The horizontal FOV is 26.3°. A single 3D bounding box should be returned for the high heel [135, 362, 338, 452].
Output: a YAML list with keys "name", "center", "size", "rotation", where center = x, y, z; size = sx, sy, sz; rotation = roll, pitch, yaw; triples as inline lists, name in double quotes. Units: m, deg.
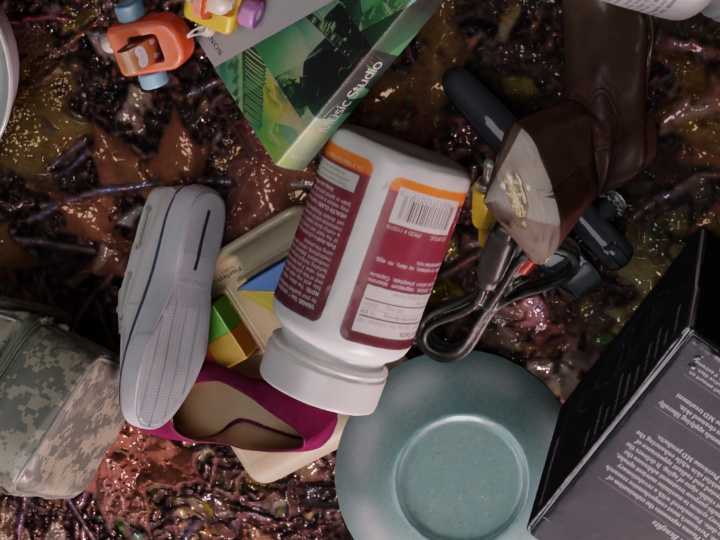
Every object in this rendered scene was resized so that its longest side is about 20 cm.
- name: "high heel"
  center: [-0.112, 0.117, 1.233]
  size: [0.199, 0.096, 0.068]
  rotation: [-9, 104, 21]

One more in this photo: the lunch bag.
- name: "lunch bag"
  center: [-0.290, 0.090, 1.262]
  size: [0.167, 0.200, 0.140]
  rotation: [28, 87, 10]

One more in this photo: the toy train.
- name: "toy train"
  center: [-0.155, -0.222, 1.130]
  size: [0.150, 0.056, 0.201]
  rotation: [1, 121, 25]

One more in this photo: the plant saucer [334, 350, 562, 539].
- name: "plant saucer"
  center: [0.080, 0.165, 1.234]
  size: [0.200, 0.039, 0.202]
  rotation: [0, 94, -4]

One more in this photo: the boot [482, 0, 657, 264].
- name: "boot"
  center: [0.138, -0.120, 1.055]
  size: [0.064, 0.200, 0.187]
  rotation: [-6, 107, 38]

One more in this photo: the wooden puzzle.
- name: "wooden puzzle"
  center: [-0.068, 0.070, 1.279]
  size: [0.185, 0.046, 0.200]
  rotation: [-30, 101, 24]

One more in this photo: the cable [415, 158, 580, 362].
- name: "cable"
  center: [0.108, 0.005, 1.170]
  size: [0.097, 0.050, 0.200]
  rotation: [27, 139, 6]

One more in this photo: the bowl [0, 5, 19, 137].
- name: "bowl"
  center: [-0.353, -0.173, 1.240]
  size: [0.200, 0.090, 0.202]
  rotation: [5, 111, 14]

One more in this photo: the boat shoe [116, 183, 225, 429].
- name: "boat shoe"
  center: [-0.162, 0.027, 1.249]
  size: [0.067, 0.073, 0.201]
  rotation: [9, 77, 37]

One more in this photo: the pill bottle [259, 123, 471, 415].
- name: "pill bottle"
  center: [0.000, 0.000, 1.170]
  size: [0.114, 0.114, 0.201]
  rotation: [22, 100, 7]

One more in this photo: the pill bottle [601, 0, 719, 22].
- name: "pill bottle"
  center: [0.185, -0.232, 1.026]
  size: [0.199, 0.113, 0.114]
  rotation: [14, 116, -12]

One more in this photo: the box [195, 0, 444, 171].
- name: "box"
  center: [-0.027, -0.193, 1.129]
  size: [0.200, 0.036, 0.145]
  rotation: [-49, 57, 27]

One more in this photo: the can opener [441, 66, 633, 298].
- name: "can opener"
  center: [0.130, -0.074, 1.154]
  size: [0.079, 0.063, 0.200]
  rotation: [-39, 94, -5]

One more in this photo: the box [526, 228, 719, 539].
- name: "box"
  center: [0.233, 0.107, 1.121]
  size: [0.124, 0.200, 0.197]
  rotation: [35, 116, -1]
